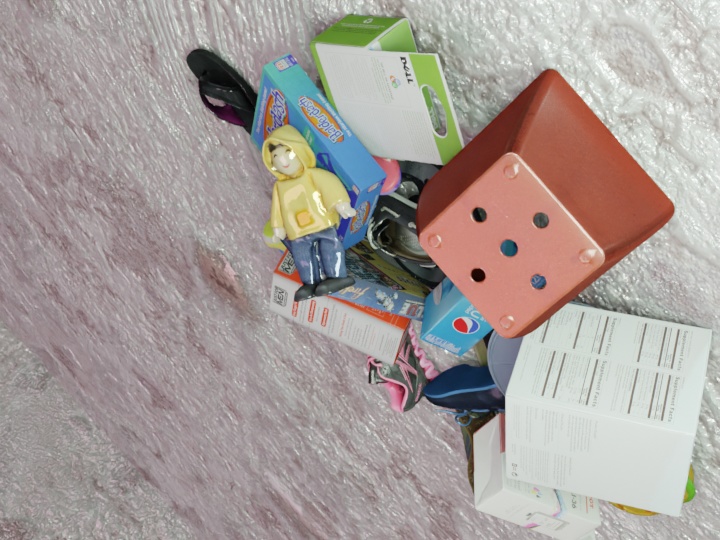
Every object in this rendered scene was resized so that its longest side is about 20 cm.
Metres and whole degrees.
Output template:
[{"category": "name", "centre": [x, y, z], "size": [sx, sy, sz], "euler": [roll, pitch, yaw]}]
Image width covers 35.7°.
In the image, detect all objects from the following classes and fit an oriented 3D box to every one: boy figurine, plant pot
[{"category": "boy figurine", "centre": [-0.060, -0.071, 1.297], "size": [0.123, 0.064, 0.203], "euler": [-9, 98, 37]}, {"category": "plant pot", "centre": [0.168, -0.049, 1.111], "size": [0.200, 0.176, 0.200], "euler": [48, 118, 0]}]

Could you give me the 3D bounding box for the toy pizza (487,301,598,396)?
[{"category": "toy pizza", "centre": [0.253, 0.112, 1.361], "size": [0.198, 0.032, 0.202], "euler": [11, 129, 14]}]

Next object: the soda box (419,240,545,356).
[{"category": "soda box", "centre": [0.148, 0.022, 1.349], "size": [0.064, 0.068, 0.200], "euler": [24, 140, -16]}]

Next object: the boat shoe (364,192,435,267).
[{"category": "boat shoe", "centre": [0.044, -0.048, 1.391], "size": [0.199, 0.060, 0.075], "euler": [21, 134, 44]}]

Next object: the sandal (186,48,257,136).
[{"category": "sandal", "centre": [-0.178, -0.232, 1.568], "size": [0.200, 0.048, 0.075], "euler": [46, 151, 4]}]

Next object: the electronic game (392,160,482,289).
[{"category": "electronic game", "centre": [0.085, -0.060, 1.424], "size": [0.199, 0.041, 0.202], "euler": [35, 143, 32]}]

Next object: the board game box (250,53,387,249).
[{"category": "board game box", "centre": [-0.056, -0.141, 1.365], "size": [0.201, 0.045, 0.153], "euler": [52, 155, 17]}]

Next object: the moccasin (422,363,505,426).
[{"category": "moccasin", "centre": [0.154, 0.175, 1.518], "size": [0.068, 0.080, 0.199], "euler": [53, 157, -14]}]

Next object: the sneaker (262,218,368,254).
[{"category": "sneaker", "centre": [-0.049, -0.030, 1.628], "size": [0.199, 0.076, 0.105], "euler": [17, 157, 42]}]

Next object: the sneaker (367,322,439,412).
[{"category": "sneaker", "centre": [0.039, 0.122, 1.646], "size": [0.079, 0.095, 0.201], "euler": [-8, 117, 58]}]

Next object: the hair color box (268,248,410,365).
[{"category": "hair color box", "centre": [-0.026, 0.048, 1.565], "size": [0.198, 0.062, 0.102], "euler": [23, 145, 6]}]

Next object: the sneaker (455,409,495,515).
[{"category": "sneaker", "centre": [0.183, 0.264, 1.576], "size": [0.090, 0.066, 0.202], "euler": [61, -168, -48]}]

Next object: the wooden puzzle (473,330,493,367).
[{"category": "wooden puzzle", "centre": [0.228, 0.134, 1.464], "size": [0.199, 0.037, 0.187], "euler": [13, 135, 46]}]

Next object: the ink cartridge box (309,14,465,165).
[{"category": "ink cartridge box", "centre": [0.052, -0.204, 1.268], "size": [0.199, 0.076, 0.149], "euler": [15, 136, 43]}]

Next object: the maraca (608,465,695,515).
[{"category": "maraca", "centre": [0.333, 0.245, 1.386], "size": [0.137, 0.107, 0.200], "euler": [43, 160, -11]}]

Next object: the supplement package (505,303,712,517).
[{"category": "supplement package", "centre": [0.274, 0.150, 1.246], "size": [0.197, 0.152, 0.153], "euler": [10, 137, 17]}]

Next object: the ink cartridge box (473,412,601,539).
[{"category": "ink cartridge box", "centre": [0.248, 0.281, 1.477], "size": [0.198, 0.118, 0.068], "euler": [23, 136, -22]}]

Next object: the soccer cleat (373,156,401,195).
[{"category": "soccer cleat", "centre": [-0.012, -0.146, 1.428], "size": [0.199, 0.067, 0.076], "euler": [32, 177, 37]}]

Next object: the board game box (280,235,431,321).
[{"category": "board game box", "centre": [0.000, 0.000, 1.450], "size": [0.199, 0.035, 0.136], "euler": [18, -158, -43]}]
